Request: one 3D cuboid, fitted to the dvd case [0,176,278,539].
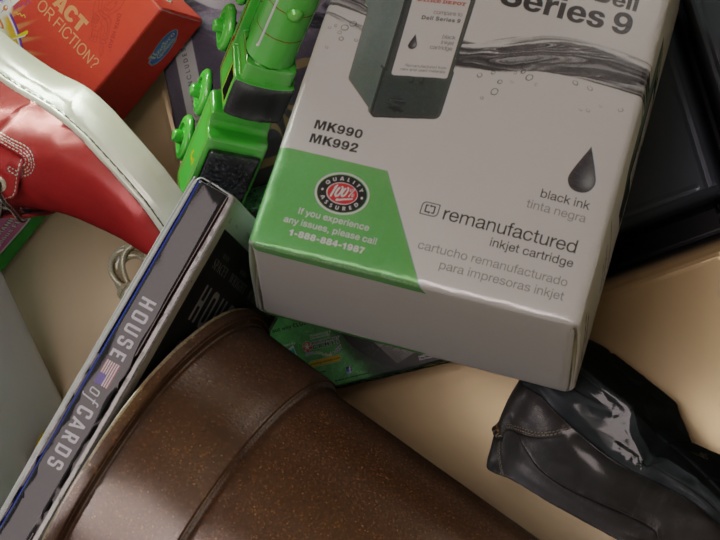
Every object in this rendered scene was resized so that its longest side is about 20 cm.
[{"bbox_3d":[-0.096,0.065,1.107,0.025,0.150,0.200,29,85,15],"label":"dvd case"}]

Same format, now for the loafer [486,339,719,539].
[{"bbox_3d":[0.138,0.111,1.097,0.200,0.073,0.072,43,109,32],"label":"loafer"}]

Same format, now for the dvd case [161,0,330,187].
[{"bbox_3d":[-0.006,-0.122,1.216,0.200,0.016,0.149,-17,77,21],"label":"dvd case"}]

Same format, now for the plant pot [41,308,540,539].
[{"bbox_3d":[-0.017,0.152,1.093,0.198,0.200,0.200,30,95,14],"label":"plant pot"}]

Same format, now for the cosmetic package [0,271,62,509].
[{"bbox_3d":[-0.274,0.090,1.189,0.200,0.199,0.123,-16,111,22],"label":"cosmetic package"}]

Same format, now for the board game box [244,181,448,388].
[{"bbox_3d":[0.000,0.000,1.186,0.200,0.023,0.105,-14,87,20],"label":"board game box"}]

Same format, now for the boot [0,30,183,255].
[{"bbox_3d":[-0.180,-0.030,1.166,0.200,0.072,0.144,34,70,31],"label":"boot"}]

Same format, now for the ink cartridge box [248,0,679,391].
[{"bbox_3d":[0.049,-0.067,1.100,0.146,0.084,0.200,14,68,8],"label":"ink cartridge box"}]

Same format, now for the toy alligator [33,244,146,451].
[{"bbox_3d":[-0.118,0.088,1.217,0.059,0.054,0.200,9,81,22],"label":"toy alligator"}]

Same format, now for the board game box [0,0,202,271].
[{"bbox_3d":[-0.194,-0.101,1.273,0.153,0.040,0.200,46,107,22],"label":"board game box"}]

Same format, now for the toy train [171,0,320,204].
[{"bbox_3d":[-0.043,-0.102,1.132,0.056,0.042,0.200,-95,22,-43],"label":"toy train"}]
